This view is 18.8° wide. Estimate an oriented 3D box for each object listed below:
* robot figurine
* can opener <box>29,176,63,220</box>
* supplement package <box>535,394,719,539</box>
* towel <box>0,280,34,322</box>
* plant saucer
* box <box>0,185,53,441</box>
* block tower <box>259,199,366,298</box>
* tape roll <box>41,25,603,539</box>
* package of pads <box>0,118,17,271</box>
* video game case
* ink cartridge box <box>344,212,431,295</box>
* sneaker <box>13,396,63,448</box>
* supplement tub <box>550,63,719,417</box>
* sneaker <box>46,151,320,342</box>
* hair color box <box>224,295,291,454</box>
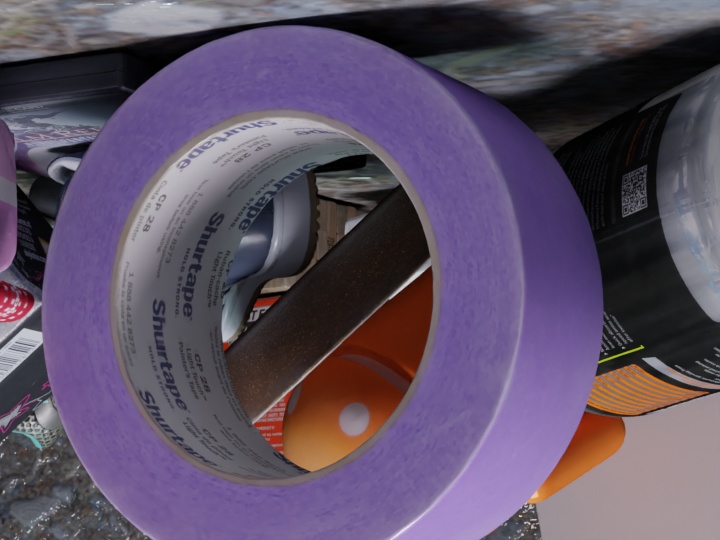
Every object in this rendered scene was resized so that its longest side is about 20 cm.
[{"bbox_3d":[0.046,0.062,1.023,0.200,0.144,0.117,-39,164,-25],"label":"robot figurine"},{"bbox_3d":[-0.120,-0.008,1.184,0.067,0.054,0.200,18,177,15],"label":"can opener"},{"bbox_3d":[0.195,0.068,1.108,0.146,0.201,0.191,0,163,-35],"label":"supplement package"},{"bbox_3d":[-0.219,-0.001,0.764,0.144,0.023,0.200,-4,169,15],"label":"towel"},{"bbox_3d":[0.000,0.000,0.984,0.200,0.035,0.200,-42,-179,1],"label":"plant saucer"},{"bbox_3d":[-0.231,0.043,0.999,0.200,0.115,0.132,-42,168,4],"label":"box"},{"bbox_3d":[-0.012,-0.006,1.242,0.058,0.054,0.200,-4,171,34],"label":"block tower"},{"bbox_3d":[-0.015,0.014,0.819,0.199,0.201,0.085,-4,173,25],"label":"tape roll"},{"bbox_3d":[-0.222,-0.045,0.795,0.120,0.076,0.200,-3,168,21],"label":"package of pads"},{"bbox_3d":[-0.106,-0.061,0.951,0.142,0.019,0.200,-5,173,28],"label":"video game case"},{"bbox_3d":[0.114,-0.026,1.196,0.199,0.048,0.160,-19,165,26],"label":"ink cartridge box"},{"bbox_3d":[-0.198,0.034,1.204,0.077,0.092,0.200,32,180,-31],"label":"sneaker"},{"bbox_3d":[0.132,-0.009,0.891,0.122,0.123,0.200,3,166,-27],"label":"supplement tub"},{"bbox_3d":[-0.097,-0.009,0.996,0.108,0.071,0.200,-3,167,-20],"label":"sneaker"},{"bbox_3d":[-0.021,0.118,1.202,0.061,0.201,0.101,-7,170,42],"label":"hair color box"}]
